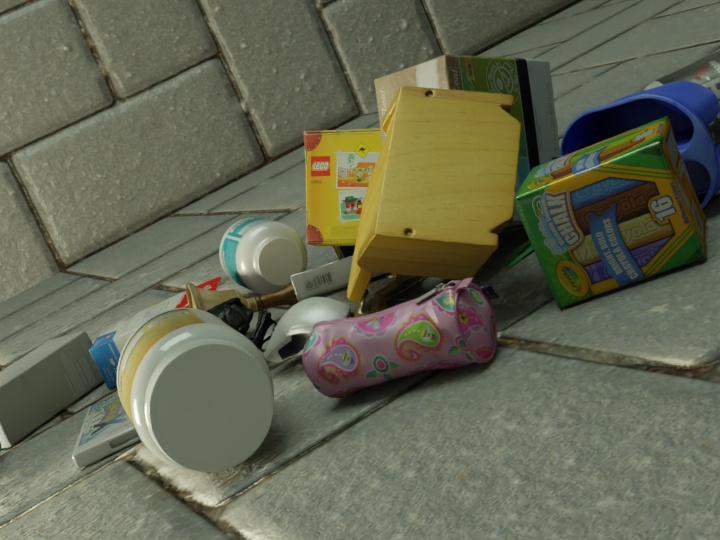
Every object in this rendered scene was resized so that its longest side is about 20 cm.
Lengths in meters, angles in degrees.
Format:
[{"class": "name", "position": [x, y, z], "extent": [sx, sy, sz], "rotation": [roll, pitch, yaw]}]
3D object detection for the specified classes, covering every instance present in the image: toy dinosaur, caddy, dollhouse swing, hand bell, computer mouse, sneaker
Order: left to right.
[{"class": "sneaker", "position": [-0.177, 0.077, 1.492], "extent": [0.087, 0.076, 0.200], "rotation": [-43, 8, 12]}, {"class": "hand bell", "position": [-0.134, 0.043, 1.736], "extent": [0.197, 0.106, 0.104], "rotation": [-15, 10, -13]}, {"class": "computer mouse", "position": [-0.085, 0.068, 1.473], "extent": [0.199, 0.044, 0.110], "rotation": [-24, 24, 47]}, {"class": "toy dinosaur", "position": [0.025, 0.053, 1.440], "extent": [0.199, 0.058, 0.102], "rotation": [-24, 24, 44]}, {"class": "dollhouse swing", "position": [0.078, -0.065, 1.384], "extent": [0.179, 0.177, 0.202], "rotation": [5, 56, 6]}, {"class": "caddy", "position": [0.308, -0.122, 1.367], "extent": [0.104, 0.143, 0.199], "rotation": [-30, 12, -40]}]

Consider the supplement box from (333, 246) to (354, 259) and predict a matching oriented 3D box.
[{"class": "supplement box", "position": [0.002, -0.074, 1.845], "extent": [0.108, 0.110, 0.200], "rotation": [-25, 12, -1]}]

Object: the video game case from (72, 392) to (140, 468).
[{"class": "video game case", "position": [-0.264, 0.168, 1.563], "extent": [0.180, 0.022, 0.200], "rotation": [-25, 12, -1]}]

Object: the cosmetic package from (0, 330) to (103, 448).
[{"class": "cosmetic package", "position": [-0.476, 0.173, 1.815], "extent": [0.106, 0.091, 0.200], "rotation": [-13, 20, 43]}]

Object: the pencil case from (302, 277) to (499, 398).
[{"class": "pencil case", "position": [0.039, 0.067, 1.239], "extent": [0.198, 0.088, 0.087], "rotation": [-18, 13, 32]}]

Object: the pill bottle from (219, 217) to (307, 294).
[{"class": "pill bottle", "position": [-0.145, -0.021, 1.909], "extent": [0.110, 0.112, 0.200], "rotation": [-27, 13, -13]}]

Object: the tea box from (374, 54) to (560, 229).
[{"class": "tea box", "position": [0.138, -0.149, 1.546], "extent": [0.195, 0.204, 0.133], "rotation": [-7, -2, -41]}]

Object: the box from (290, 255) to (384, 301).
[{"class": "box", "position": [0.000, 0.000, 1.578], "extent": [0.142, 0.037, 0.200], "rotation": [-18, -1, 8]}]

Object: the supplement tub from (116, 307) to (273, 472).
[{"class": "supplement tub", "position": [-0.168, 0.120, 1.276], "extent": [0.143, 0.146, 0.200], "rotation": [-27, 12, -13]}]

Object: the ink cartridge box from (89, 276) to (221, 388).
[{"class": "ink cartridge box", "position": [-0.283, 0.088, 1.828], "extent": [0.198, 0.068, 0.116], "rotation": [-24, 13, 6]}]

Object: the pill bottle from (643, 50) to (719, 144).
[{"class": "pill bottle", "position": [0.412, -0.195, 1.539], "extent": [0.198, 0.112, 0.111], "rotation": [-25, 12, 0]}]

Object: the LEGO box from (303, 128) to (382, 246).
[{"class": "LEGO box", "position": [0.026, -0.111, 1.687], "extent": [0.196, 0.152, 0.077], "rotation": [-1, -2, 8]}]

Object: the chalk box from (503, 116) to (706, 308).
[{"class": "chalk box", "position": [0.233, -0.053, 1.264], "extent": [0.198, 0.125, 0.125], "rotation": [-20, 12, 21]}]
